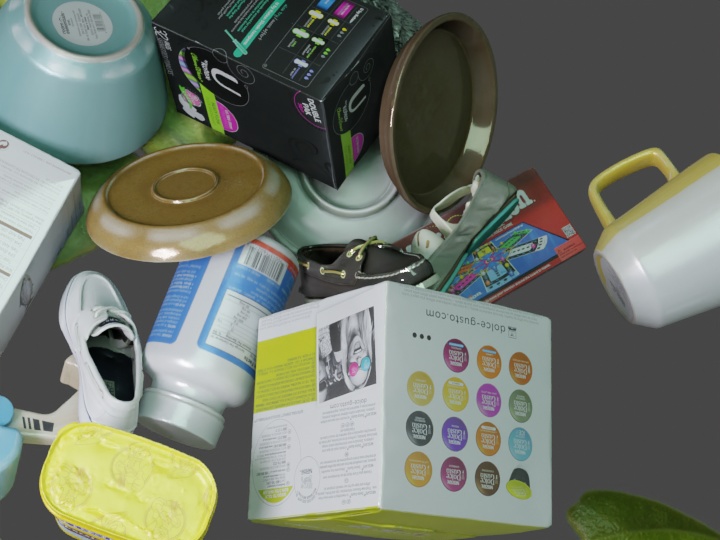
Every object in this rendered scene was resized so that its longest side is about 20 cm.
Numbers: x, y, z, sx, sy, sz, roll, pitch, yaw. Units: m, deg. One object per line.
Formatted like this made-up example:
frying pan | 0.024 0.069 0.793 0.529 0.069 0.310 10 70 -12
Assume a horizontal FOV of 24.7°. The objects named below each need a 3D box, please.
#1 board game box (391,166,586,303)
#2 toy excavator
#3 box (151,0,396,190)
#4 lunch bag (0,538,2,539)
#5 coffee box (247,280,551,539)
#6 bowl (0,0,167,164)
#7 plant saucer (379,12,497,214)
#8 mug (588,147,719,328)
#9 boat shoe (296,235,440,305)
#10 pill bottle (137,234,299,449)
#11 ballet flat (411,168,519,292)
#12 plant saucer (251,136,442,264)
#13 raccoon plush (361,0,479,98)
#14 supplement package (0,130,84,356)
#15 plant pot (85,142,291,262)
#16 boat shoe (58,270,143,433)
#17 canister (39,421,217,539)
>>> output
board game box | 0.123 -0.019 1.663 0.200 0.019 0.103 -29 80 -22
toy excavator | -0.330 0.151 1.510 0.200 0.100 0.195 12 49 -12
box | -0.078 -0.199 1.593 0.200 0.149 0.124 27 65 20
lunch bag | -0.390 0.328 1.478 0.200 0.076 0.160 -30 83 -16
coffee box | 0.036 0.137 1.490 0.200 0.200 0.198 13 72 -36
bowl | -0.275 -0.213 1.591 0.201 0.105 0.201 11 51 -14
plant saucer | 0.075 -0.156 1.626 0.029 0.200 0.200 13 70 32
mug | 0.315 -0.023 1.663 0.153 0.187 0.149 -28 113 -6
boat shoe | 0.000 0.000 1.555 0.072 0.201 0.061 -26 101 -32
pill bottle | -0.142 0.063 1.566 0.112 0.112 0.200 22 73 -2
ballet flat | 0.084 -0.027 1.606 0.064 0.067 0.200 37 54 5
plant saucer | -0.011 -0.100 1.662 0.200 0.050 0.200 2 74 -8
raccoon plush | 0.045 -0.248 1.665 0.200 0.134 0.097 9 74 -6
supplement package | -0.358 -0.018 1.553 0.117 0.117 0.200 27 73 0
plant pot | -0.166 -0.073 1.576 0.200 0.027 0.200 -5 33 3
boat shoe | -0.234 0.067 1.539 0.074 0.065 0.200 4 45 -29
canister | -0.207 0.207 1.471 0.148 0.200 0.087 20 73 -2
